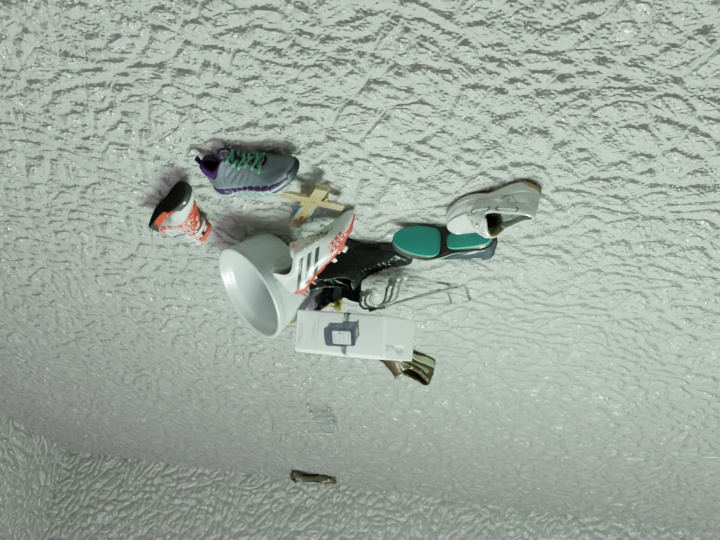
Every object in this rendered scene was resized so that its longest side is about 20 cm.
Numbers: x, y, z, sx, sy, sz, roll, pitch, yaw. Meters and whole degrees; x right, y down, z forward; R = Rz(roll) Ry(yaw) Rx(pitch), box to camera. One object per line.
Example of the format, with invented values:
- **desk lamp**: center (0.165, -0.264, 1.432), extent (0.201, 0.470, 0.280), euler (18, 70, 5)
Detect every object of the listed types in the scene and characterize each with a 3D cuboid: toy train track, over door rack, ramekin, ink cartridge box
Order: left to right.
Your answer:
- **ramekin**: center (-0.190, 0.024, 1.728), extent (0.199, 0.097, 0.203), euler (35, 142, 33)
- **over door rack**: center (-0.178, 0.484, 2.729), extent (0.196, 0.068, 0.148), euler (-12, 151, 1)
- **toy train track**: center (-0.096, -0.125, 1.571), extent (0.113, 0.033, 0.200), euler (12, 160, -15)
- **ink cartridge box**: center (-0.009, 0.128, 1.699), extent (0.197, 0.086, 0.144), euler (2, 175, 28)
- **over door rack**: center (0.102, 0.041, 1.697), extent (0.196, 0.068, 0.148), euler (-3, 177, -9)

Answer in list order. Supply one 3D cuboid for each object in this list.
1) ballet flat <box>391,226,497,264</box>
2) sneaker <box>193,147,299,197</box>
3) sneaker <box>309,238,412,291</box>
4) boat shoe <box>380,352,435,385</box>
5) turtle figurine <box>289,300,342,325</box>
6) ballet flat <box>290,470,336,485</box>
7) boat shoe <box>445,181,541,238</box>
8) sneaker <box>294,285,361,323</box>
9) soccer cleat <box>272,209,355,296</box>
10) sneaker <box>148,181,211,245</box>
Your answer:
- **ballet flat**: center (0.156, -0.042, 1.577), extent (0.196, 0.074, 0.073), euler (-1, 151, 21)
- **sneaker**: center (-0.198, -0.175, 1.469), extent (0.197, 0.075, 0.088), euler (-7, 143, 36)
- **sneaker**: center (0.000, -0.001, 1.680), extent (0.196, 0.106, 0.060), euler (8, 153, 8)
- **boat shoe**: center (0.096, 0.229, 2.120), extent (0.199, 0.076, 0.075), euler (21, 152, -17)
- **turtle figurine**: center (-0.120, 0.062, 1.894), extent (0.158, 0.065, 0.202), euler (6, 131, -5)
- **ballet flat**: center (-0.193, 0.854, 3.501), extent (0.196, 0.047, 0.068), euler (8, 154, 9)
- **boat shoe**: center (0.216, -0.089, 1.454), extent (0.070, 0.070, 0.199), euler (27, 151, -31)
- **sneaker**: center (-0.059, 0.052, 1.797), extent (0.112, 0.076, 0.201), euler (18, 129, -22)
- **soccer cleat**: center (-0.085, -0.041, 1.601), extent (0.085, 0.069, 0.201), euler (33, 112, -18)
- **sneaker**: center (-0.329, -0.107, 1.665), extent (0.107, 0.068, 0.200), euler (24, 155, -24)
